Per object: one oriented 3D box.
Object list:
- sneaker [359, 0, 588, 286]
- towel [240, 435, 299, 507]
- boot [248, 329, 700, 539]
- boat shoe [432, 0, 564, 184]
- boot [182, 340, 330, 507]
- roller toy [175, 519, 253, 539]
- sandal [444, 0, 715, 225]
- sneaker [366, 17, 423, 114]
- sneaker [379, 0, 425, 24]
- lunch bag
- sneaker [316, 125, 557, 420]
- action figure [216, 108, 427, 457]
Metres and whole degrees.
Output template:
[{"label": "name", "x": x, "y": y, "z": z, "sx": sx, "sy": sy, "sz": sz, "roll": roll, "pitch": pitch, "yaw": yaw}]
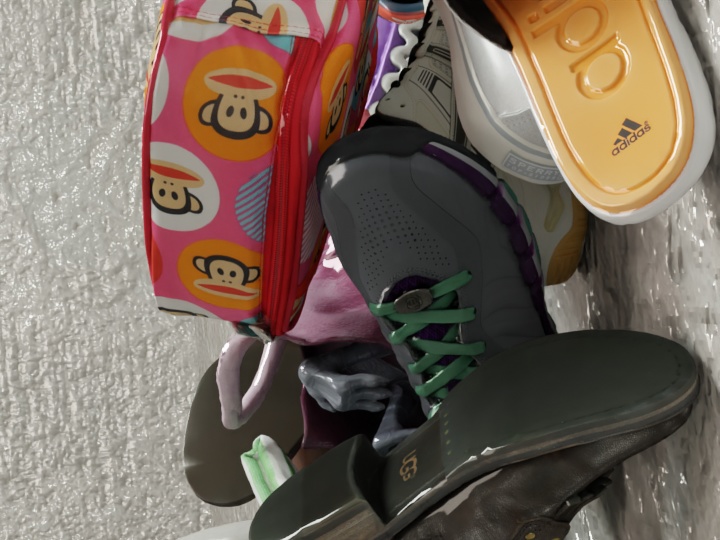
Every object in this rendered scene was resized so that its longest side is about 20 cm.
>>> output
[{"label": "sneaker", "x": 0.039, "y": -0.080, "z": 0.881, "sx": 0.076, "sy": 0.087, "sz": 0.201, "roll": 94, "pitch": 169, "yaw": -50}, {"label": "towel", "x": 0.029, "y": 0.154, "z": 0.885, "sx": 0.200, "sy": 0.023, "sz": 0.153, "roll": 42, "pitch": 178, "yaw": -11}, {"label": "boot", "x": 0.070, "y": 0.127, "z": 0.764, "sx": 0.175, "sy": 0.199, "sz": 0.069, "roll": 56, "pitch": -158, "yaw": -21}, {"label": "boat shoe", "x": 0.061, "y": -0.128, "z": 0.807, "sx": 0.201, "sy": 0.071, "sz": 0.069, "roll": -95, "pitch": 28, "yaw": -43}, {"label": "boot", "x": -0.030, "y": 0.103, "z": 1.060, "sx": 0.201, "sy": 0.064, "sz": 0.187, "roll": 83, "pitch": -154, "yaw": -47}, {"label": "roller toy", "x": -0.065, "y": 0.249, "z": 1.375, "sx": 0.183, "sy": 0.198, "sz": 0.141, "roll": 59, "pitch": -160, "yaw": -64}, {"label": "sandal", "x": 0.066, "y": -0.109, "z": 0.706, "sx": 0.059, "sy": 0.079, "sz": 0.208, "roll": 34, "pitch": -154, "yaw": -45}, {"label": "sneaker", "x": -0.022, "y": -0.095, "z": 1.128, "sx": 0.080, "sy": 0.088, "sz": 0.202, "roll": 137, "pitch": 148, "yaw": -77}, {"label": "sneaker", "x": 0.015, "y": -0.222, "z": 1.010, "sx": 0.085, "sy": 0.074, "sz": 0.202, "roll": -115, "pitch": 12, "yaw": -68}, {"label": "lunch bag", "x": -0.041, "y": -0.075, "z": 0.854, "sx": 0.177, "sy": 0.081, "sz": 0.201, "roll": 97, "pitch": -175, "yaw": -47}, {"label": "sneaker", "x": 0.044, "y": 0.032, "z": 0.784, "sx": 0.200, "sy": 0.074, "sz": 0.088, "roll": 53, "pitch": -154, "yaw": -40}, {"label": "action figure", "x": 0.000, "y": 0.000, "z": 0.967, "sx": 0.134, "sy": 0.147, "sz": 0.201, "roll": 98, "pitch": 169, "yaw": -55}]
